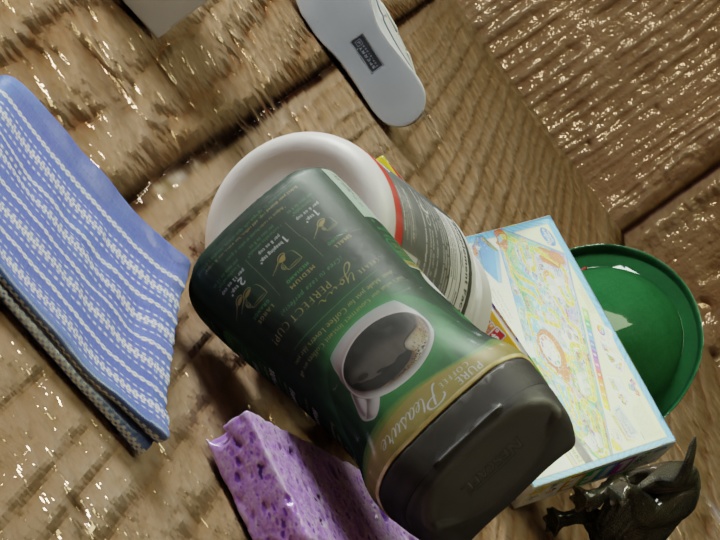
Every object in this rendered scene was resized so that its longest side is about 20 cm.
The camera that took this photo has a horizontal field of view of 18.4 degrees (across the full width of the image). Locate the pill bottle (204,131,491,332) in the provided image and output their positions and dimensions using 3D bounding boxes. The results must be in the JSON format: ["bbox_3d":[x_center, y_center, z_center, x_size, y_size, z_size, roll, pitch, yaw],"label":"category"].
[{"bbox_3d":[0.000,0.000,1.308,0.116,0.116,0.200,60,12,24],"label":"pill bottle"}]

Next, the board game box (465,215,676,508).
[{"bbox_3d":[0.125,0.063,1.614,0.134,0.034,0.200,-13,65,-32],"label":"board game box"}]

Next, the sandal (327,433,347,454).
[{"bbox_3d":[0.008,0.083,1.254,0.200,0.082,0.055,51,31,-53],"label":"sandal"}]

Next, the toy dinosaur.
[{"bbox_3d":[0.199,0.171,1.590,0.102,0.200,0.077,-8,43,-35],"label":"toy dinosaur"}]

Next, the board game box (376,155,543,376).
[{"bbox_3d":[0.070,0.014,1.544,0.200,0.030,0.096,58,5,16],"label":"board game box"}]

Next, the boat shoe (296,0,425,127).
[{"bbox_3d":[-0.004,-0.224,2.088,0.200,0.073,0.065,64,5,-7],"label":"boat shoe"}]

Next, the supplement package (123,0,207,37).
[{"bbox_3d":[-0.145,-0.274,1.514,0.110,0.114,0.200,47,13,-40],"label":"supplement package"}]

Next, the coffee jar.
[{"bbox_3d":[0.011,0.046,1.112,0.200,0.104,0.085,45,-7,29],"label":"coffee jar"}]

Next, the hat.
[{"bbox_3d":[0.162,0.035,1.681,0.166,0.200,0.176,41,-10,23],"label":"hat"}]

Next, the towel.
[{"bbox_3d":[-0.132,-0.011,1.032,0.145,0.024,0.200,50,12,-18],"label":"towel"}]

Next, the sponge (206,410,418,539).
[{"bbox_3d":[0.001,0.143,1.112,0.112,0.030,0.200,60,12,28],"label":"sponge"}]
